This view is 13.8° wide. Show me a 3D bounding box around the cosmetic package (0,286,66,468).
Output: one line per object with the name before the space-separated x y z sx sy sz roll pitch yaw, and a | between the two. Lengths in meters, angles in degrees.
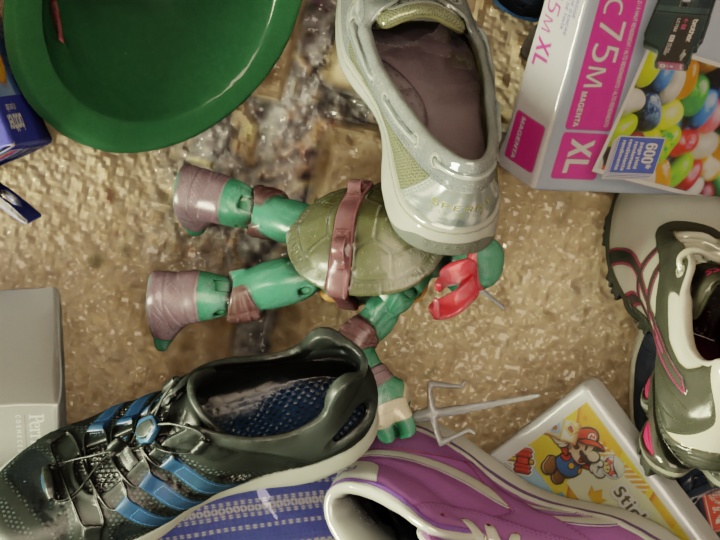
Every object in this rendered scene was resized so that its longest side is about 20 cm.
cosmetic package | -0.242 0.074 1.457 0.199 0.091 0.107 -2 136 -1

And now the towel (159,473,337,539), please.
towel | -0.056 0.170 1.510 0.144 0.024 0.201 -9 95 9

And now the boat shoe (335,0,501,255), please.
boat shoe | 0.033 -0.099 1.454 0.074 0.065 0.203 3 47 -12

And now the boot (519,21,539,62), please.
boot | 0.176 -0.168 1.503 0.199 0.069 0.175 2 117 -39

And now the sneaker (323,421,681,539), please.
sneaker | 0.073 0.147 1.423 0.199 0.114 0.073 24 109 13

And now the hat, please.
hat | -0.138 -0.186 1.510 0.165 0.176 0.201 -14 124 -26

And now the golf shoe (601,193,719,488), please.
golf shoe | 0.171 0.010 1.466 0.077 0.088 0.201 3 49 -11

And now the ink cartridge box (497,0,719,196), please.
ink cartridge box | 0.171 -0.097 1.467 0.199 0.042 0.120 0 115 -34

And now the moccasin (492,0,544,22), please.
moccasin | 0.123 -0.222 1.504 0.080 0.068 0.201 14 90 -5

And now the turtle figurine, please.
turtle figurine | 0.000 0.000 1.468 0.199 0.150 0.101 7 133 13

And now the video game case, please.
video game case | 0.109 0.183 1.491 0.182 0.023 0.200 -38 87 25

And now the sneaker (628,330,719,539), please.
sneaker | 0.180 0.110 1.511 0.074 0.085 0.201 -5 92 -4

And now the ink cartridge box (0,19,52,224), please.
ink cartridge box | -0.216 -0.110 1.447 0.076 0.136 0.201 -21 93 3

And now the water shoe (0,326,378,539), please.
water shoe | -0.089 0.075 1.381 0.199 0.079 0.072 -20 58 -9
